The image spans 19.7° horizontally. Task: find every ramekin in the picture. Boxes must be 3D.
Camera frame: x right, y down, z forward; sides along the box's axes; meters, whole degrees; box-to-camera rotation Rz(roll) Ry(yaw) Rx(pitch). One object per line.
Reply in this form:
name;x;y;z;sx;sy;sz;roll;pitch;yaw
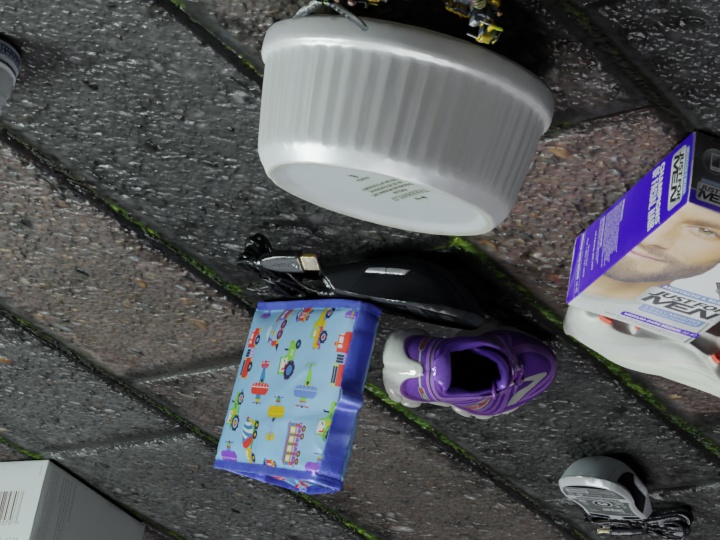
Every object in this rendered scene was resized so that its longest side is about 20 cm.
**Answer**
ramekin;0.023;-0.091;1.371;0.201;0.095;0.202;14;170;3

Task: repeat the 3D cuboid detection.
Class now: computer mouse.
computer mouse;0.000;0.000;1.666;0.199;0.046;0.140;10;169;23
computer mouse;0.252;0.217;2.025;0.109;0.044;0.200;3;159;24

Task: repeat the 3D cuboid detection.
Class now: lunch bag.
lunch bag;-0.039;0.103;1.718;0.094;0.152;0.200;17;171;-16

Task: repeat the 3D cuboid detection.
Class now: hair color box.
hair color box;0.244;-0.020;1.526;0.109;0.065;0.200;18;151;-13

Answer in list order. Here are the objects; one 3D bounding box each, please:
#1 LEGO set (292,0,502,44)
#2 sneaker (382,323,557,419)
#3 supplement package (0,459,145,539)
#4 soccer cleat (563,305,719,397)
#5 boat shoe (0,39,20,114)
LEGO set;0.053;-0.185;1.201;0.153;0.117;0.200;24;151;-25
sneaker;0.103;0.087;1.704;0.083;0.081;0.199;4;-177;40
supplement package;-0.351;0.306;2.335;0.116;0.118;0.200;-6;150;29
soccer cleat;0.260;0.061;1.685;0.199;0.070;0.078;22;157;-8
boat shoe;-0.337;-0.123;1.528;0.199;0.066;0.073;-12;146;38
